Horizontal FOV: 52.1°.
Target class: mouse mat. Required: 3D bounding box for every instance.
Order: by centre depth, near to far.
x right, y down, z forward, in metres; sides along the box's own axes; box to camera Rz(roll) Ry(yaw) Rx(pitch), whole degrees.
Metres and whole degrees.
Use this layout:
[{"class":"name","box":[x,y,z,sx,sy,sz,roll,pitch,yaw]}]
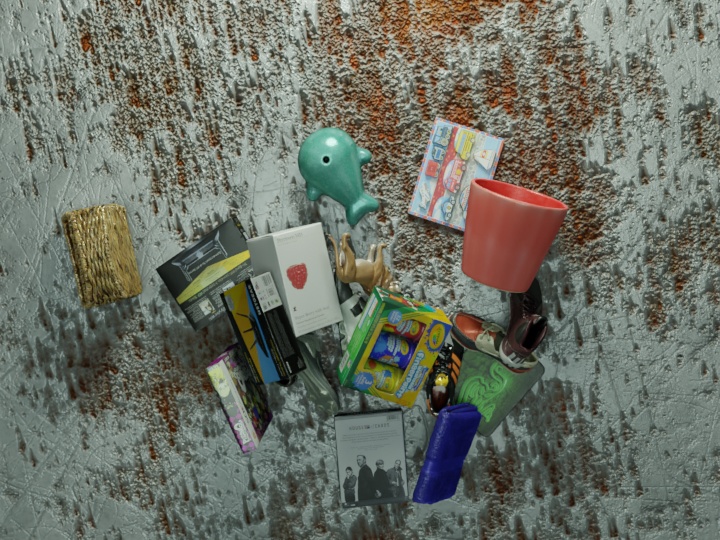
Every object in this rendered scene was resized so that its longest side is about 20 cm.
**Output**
[{"class":"mouse mat","box":[0.272,0.231,1.554,0.160,0.008,0.201,39,98,-1]}]

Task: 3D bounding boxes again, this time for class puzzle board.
[{"class":"puzzle board","box":[0.195,-0.193,1.507,0.148,0.017,0.204,17,98,2]}]

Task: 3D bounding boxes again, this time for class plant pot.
[{"class":"plant pot","box":[0.287,-0.066,1.437,0.196,0.201,0.181,14,106,2]}]

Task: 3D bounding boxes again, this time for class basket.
[{"class":"basket","box":[-0.556,-0.025,1.513,0.146,0.143,0.204,-10,95,4]}]

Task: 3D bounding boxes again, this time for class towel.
[{"class":"towel","box":[0.182,0.377,1.508,0.049,0.147,0.204,21,100,33]}]

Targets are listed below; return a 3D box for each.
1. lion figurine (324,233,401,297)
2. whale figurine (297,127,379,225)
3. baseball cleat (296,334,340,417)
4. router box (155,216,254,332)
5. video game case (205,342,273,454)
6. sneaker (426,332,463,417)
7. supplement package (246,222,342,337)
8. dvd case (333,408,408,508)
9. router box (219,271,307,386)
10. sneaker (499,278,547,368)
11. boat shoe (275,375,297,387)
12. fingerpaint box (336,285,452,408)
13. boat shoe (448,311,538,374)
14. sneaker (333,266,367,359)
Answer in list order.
[{"class":"lion figurine","box":[0.000,0.000,1.481,0.197,0.072,0.125,12,83,-37]},{"class":"whale figurine","box":[-0.044,-0.190,1.479,0.158,0.104,0.202,-32,94,6]},{"class":"baseball cleat","box":[-0.090,0.209,1.545,0.069,0.107,0.201,-9,127,33]},{"class":"router box","box":[-0.303,0.008,1.544,0.198,0.052,0.159,-32,94,7]},{"class":"video game case","box":[-0.242,0.252,1.494,0.035,0.200,0.184,-22,94,4]},{"class":"sneaker","box":[0.174,0.203,1.511,0.068,0.090,0.205,7,94,7]},{"class":"supplement package","box":[-0.133,0.019,1.478,0.120,0.119,0.204,-17,97,-34]},{"class":"dvd case","box":[0.024,0.401,1.572,0.147,0.025,0.204,-5,97,-2]},{"class":"router box","box":[-0.193,0.118,1.447,0.051,0.148,0.203,-21,89,-37]},{"class":"sneaker","box":[0.339,0.088,1.443,0.074,0.116,0.203,20,64,-8]},{"class":"boat shoe","box":[-0.198,0.154,1.550,0.071,0.061,0.203,-35,93,8]},{"class":"fingerpaint box","box":[0.067,0.157,1.488,0.164,0.074,0.203,20,106,-20]},{"class":"boat shoe","box":[0.269,0.143,1.500,0.198,0.063,0.072,33,66,-3]},{"class":"sneaker","box":[-0.010,0.083,1.528,0.087,0.074,0.204,-9,104,-1]}]
